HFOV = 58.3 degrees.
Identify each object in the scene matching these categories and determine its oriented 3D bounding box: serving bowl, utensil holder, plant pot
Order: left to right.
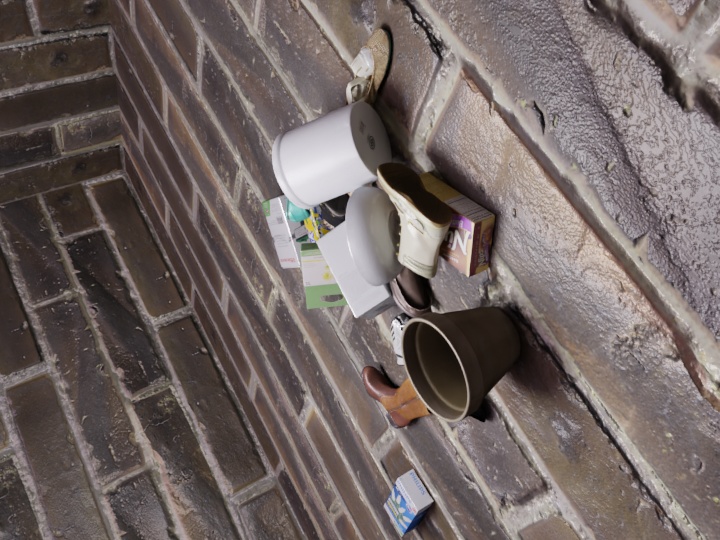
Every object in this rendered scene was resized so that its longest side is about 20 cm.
[{"bbox_3d":[-0.055,-0.237,1.335,0.197,0.169,0.173,-15,97,31],"label":"utensil holder"},{"bbox_3d":[0.047,-0.074,1.296,0.065,0.200,0.204,-10,102,28],"label":"serving bowl"},{"bbox_3d":[0.198,0.152,1.201,0.200,0.171,0.203,42,144,41],"label":"plant pot"}]

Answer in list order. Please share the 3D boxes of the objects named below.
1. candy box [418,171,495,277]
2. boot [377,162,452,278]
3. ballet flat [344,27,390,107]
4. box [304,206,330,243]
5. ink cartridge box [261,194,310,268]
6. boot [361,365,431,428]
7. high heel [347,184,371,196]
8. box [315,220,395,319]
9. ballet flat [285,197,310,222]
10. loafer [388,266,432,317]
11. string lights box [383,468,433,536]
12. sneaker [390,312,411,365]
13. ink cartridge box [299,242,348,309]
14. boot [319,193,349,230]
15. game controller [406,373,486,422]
[{"bbox_3d":[0.164,-0.090,1.224,0.200,0.056,0.119,43,143,43],"label":"candy box"},{"bbox_3d":[0.090,-0.096,1.225,0.201,0.071,0.157,50,150,33],"label":"boot"},{"bbox_3d":[0.009,-0.387,1.292,0.071,0.064,0.202,54,149,28],"label":"ballet flat"},{"bbox_3d":[-0.098,-0.100,1.694,0.070,0.063,0.204,2,110,61],"label":"box"},{"bbox_3d":[-0.197,-0.116,1.843,0.145,0.083,0.204,1,110,62],"label":"ink cartridge box"},{"bbox_3d":[0.089,0.301,1.626,0.191,0.067,0.200,62,152,14],"label":"boot"},{"bbox_3d":[-0.032,-0.225,1.499,0.203,0.070,0.142,66,165,-1],"label":"high heel"},{"bbox_3d":[0.000,0.000,1.488,0.203,0.097,0.124,62,-166,15],"label":"box"},{"bbox_3d":[-0.134,-0.212,1.463,0.067,0.069,0.205,-10,-80,-84],"label":"ballet flat"},{"bbox_3d":[0.095,0.010,1.401,0.202,0.072,0.071,60,153,17],"label":"loafer"},{"bbox_3d":[0.132,0.650,1.799,0.103,0.058,0.202,54,149,30],"label":"string lights box"},{"bbox_3d":[0.117,0.153,1.459,0.200,0.075,0.117,-18,95,66],"label":"sneaker"},{"bbox_3d":[-0.077,0.021,1.653,0.048,0.142,0.204,-101,8,-59],"label":"ink cartridge box"},{"bbox_3d":[-0.086,-0.185,1.558,0.201,0.073,0.151,50,169,18],"label":"boot"},{"bbox_3d":[0.186,0.271,1.407,0.104,0.042,0.199,44,170,-38],"label":"game controller"}]
